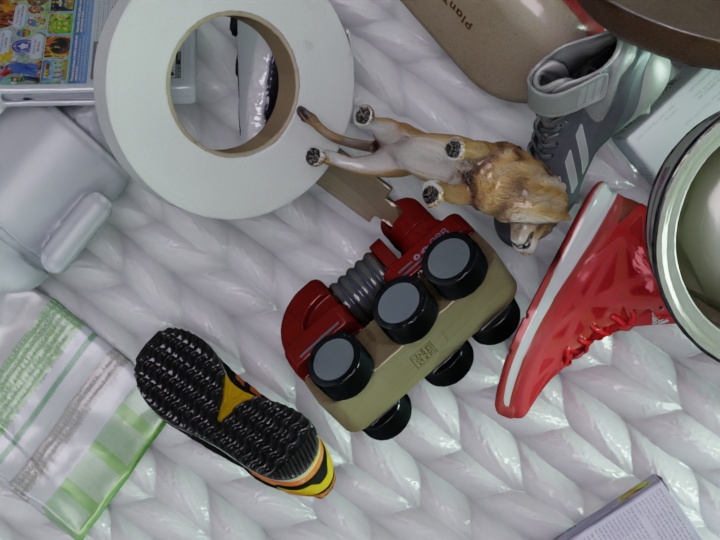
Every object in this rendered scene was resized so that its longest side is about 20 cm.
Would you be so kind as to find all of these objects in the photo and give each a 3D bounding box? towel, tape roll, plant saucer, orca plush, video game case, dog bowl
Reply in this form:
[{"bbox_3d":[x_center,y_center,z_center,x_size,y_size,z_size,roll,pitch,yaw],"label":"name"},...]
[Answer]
[{"bbox_3d":[-0.268,0.108,1.139,0.199,0.031,0.150,36,91,7],"label":"towel"},{"bbox_3d":[-0.099,-0.140,1.028,0.201,0.037,0.205,-5,100,-27],"label":"tape roll"},{"bbox_3d":[0.239,-0.196,1.005,0.198,0.201,0.035,18,125,7],"label":"plant saucer"},{"bbox_3d":[-0.056,-0.180,1.114,0.070,0.105,0.202,4,74,-27],"label":"orca plush"},{"bbox_3d":[-0.230,-0.179,1.089,0.197,0.018,0.144,-1,43,-5],"label":"video game case"},{"bbox_3d":[0.293,-0.031,0.981,0.198,0.074,0.203,-2,102,-7],"label":"dog bowl"}]

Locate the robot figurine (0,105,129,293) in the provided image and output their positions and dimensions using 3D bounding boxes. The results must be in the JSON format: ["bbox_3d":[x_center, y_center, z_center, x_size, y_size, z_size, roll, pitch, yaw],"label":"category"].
[{"bbox_3d":[-0.265,-0.064,1.102,0.200,0.113,0.169,-49,51,-4],"label":"robot figurine"}]

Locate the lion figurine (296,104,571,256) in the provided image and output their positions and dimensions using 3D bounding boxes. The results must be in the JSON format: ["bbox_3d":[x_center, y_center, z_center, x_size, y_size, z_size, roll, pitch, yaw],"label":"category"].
[{"bbox_3d":[0.056,-0.080,1.022,0.199,0.122,0.073,31,107,31],"label":"lion figurine"}]

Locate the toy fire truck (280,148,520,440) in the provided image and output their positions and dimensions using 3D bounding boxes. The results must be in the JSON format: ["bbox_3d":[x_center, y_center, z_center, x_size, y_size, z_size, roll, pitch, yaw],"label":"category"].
[{"bbox_3d":[0.000,0.000,1.086,0.176,0.129,0.200,-41,47,1],"label":"toy fire truck"}]

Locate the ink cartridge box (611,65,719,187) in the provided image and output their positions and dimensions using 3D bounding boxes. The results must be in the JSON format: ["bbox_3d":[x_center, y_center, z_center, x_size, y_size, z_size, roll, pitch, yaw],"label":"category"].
[{"bbox_3d":[0.323,-0.086,1.091,0.160,0.047,0.200,-42,100,1],"label":"ink cartridge box"}]

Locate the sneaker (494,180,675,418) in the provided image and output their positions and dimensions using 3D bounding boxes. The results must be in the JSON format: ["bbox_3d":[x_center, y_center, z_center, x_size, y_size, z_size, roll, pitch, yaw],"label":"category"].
[{"bbox_3d":[0.190,0.041,1.071,0.115,0.078,0.202,26,91,8],"label":"sneaker"}]

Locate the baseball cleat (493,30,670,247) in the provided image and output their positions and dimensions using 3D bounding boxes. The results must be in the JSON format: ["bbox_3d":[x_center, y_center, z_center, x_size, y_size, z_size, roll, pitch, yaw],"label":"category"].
[{"bbox_3d":[0.145,-0.105,1.046,0.201,0.106,0.070,-54,43,25],"label":"baseball cleat"}]

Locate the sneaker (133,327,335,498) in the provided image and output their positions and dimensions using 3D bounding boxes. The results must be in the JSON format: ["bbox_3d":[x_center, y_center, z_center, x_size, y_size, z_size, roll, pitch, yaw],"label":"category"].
[{"bbox_3d":[-0.101,0.123,1.102,0.199,0.090,0.070,30,73,32],"label":"sneaker"}]

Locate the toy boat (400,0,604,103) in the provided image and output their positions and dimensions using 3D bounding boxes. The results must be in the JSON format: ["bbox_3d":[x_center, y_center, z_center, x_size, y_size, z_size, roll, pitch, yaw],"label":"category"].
[{"bbox_3d":[0.120,-0.234,1.087,0.130,0.131,0.200,-37,83,-27],"label":"toy boat"}]

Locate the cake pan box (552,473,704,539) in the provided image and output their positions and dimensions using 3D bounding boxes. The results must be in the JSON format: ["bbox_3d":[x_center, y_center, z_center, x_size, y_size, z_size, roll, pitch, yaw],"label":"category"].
[{"bbox_3d":[0.213,0.291,1.066,0.183,0.052,0.201,-35,83,5],"label":"cake pan box"}]
